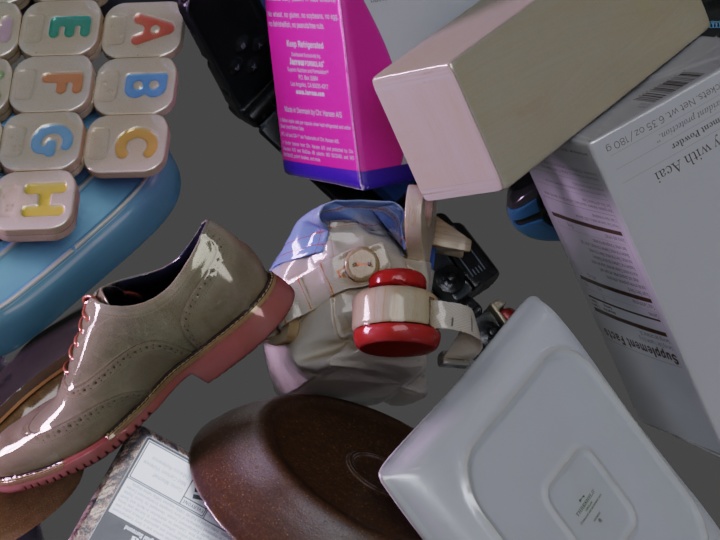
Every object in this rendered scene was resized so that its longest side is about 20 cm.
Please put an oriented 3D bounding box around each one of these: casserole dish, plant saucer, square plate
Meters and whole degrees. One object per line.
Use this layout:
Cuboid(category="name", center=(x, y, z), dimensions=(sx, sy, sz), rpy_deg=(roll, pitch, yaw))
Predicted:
Cuboid(category="casserole dish", center=(-0.196, -0.039, 1.513), dimensions=(0.200, 0.039, 0.121), rpy_deg=(-41, 81, -13))
Cuboid(category="plant saucer", center=(0.004, 0.123, 1.410), dimensions=(0.200, 0.200, 0.037), rpy_deg=(28, 111, 3))
Cuboid(category="square plate", center=(0.118, 0.133, 1.416), dimensions=(0.198, 0.028, 0.200), rpy_deg=(52, 41, -7))

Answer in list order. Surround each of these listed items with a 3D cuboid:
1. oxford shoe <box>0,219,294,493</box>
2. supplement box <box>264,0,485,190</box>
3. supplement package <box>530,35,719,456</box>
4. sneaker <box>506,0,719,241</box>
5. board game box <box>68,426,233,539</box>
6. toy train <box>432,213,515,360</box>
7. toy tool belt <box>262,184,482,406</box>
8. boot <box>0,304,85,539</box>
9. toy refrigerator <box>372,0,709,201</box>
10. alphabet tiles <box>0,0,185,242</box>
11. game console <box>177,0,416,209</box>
Cuboid(category="oxford shoe", center=(-0.133, 0.044, 1.394), dimensions=(0.200, 0.071, 0.075), rpy_deg=(-37, 109, 12))
Cuboid(category="supplement box", center=(0.010, -0.156, 1.457), dimensions=(0.101, 0.103, 0.201), rpy_deg=(-11, 102, -27))
Cuboid(category="supplement package", center=(0.192, -0.017, 1.456), dimensions=(0.121, 0.120, 0.201), rpy_deg=(-30, 106, -13))
Cuboid(category="sneaker", center=(0.161, -0.093, 1.553), dimensions=(0.200, 0.073, 0.082), rpy_deg=(-35, 55, -12))
Cuboid(category="board game box", center=(-0.103, 0.215, 1.416), dimensions=(0.159, 0.097, 0.201), rpy_deg=(29, 74, 4))
Cuboid(category="toy train", center=(0.094, 0.049, 1.516), dimensions=(0.046, 0.034, 0.200), rpy_deg=(-32, 79, -23))
Cuboid(category="toy tool belt", center=(0.000, 0.000, 1.436), dimensions=(0.124, 0.200, 0.124), rpy_deg=(4, 76, -13))
Cuboid(category="boot", center=(-0.173, 0.081, 1.476), dimensions=(0.200, 0.074, 0.076), rpy_deg=(-41, 105, -14))
Cuboid(category="toy refrigerator", center=(0.100, -0.119, 1.417), dimensions=(0.200, 0.070, 0.076), rpy_deg=(-39, 111, -38))
Cuboid(category="alphabet tiles", center=(-0.202, -0.105, 1.507), dimensions=(0.194, 0.015, 0.201), rpy_deg=(-1, 59, 10))
Cuboid(category="game console", center=(0.017, -0.157, 1.528), dimensions=(0.116, 0.176, 0.200), rpy_deg=(32, 71, 34))
